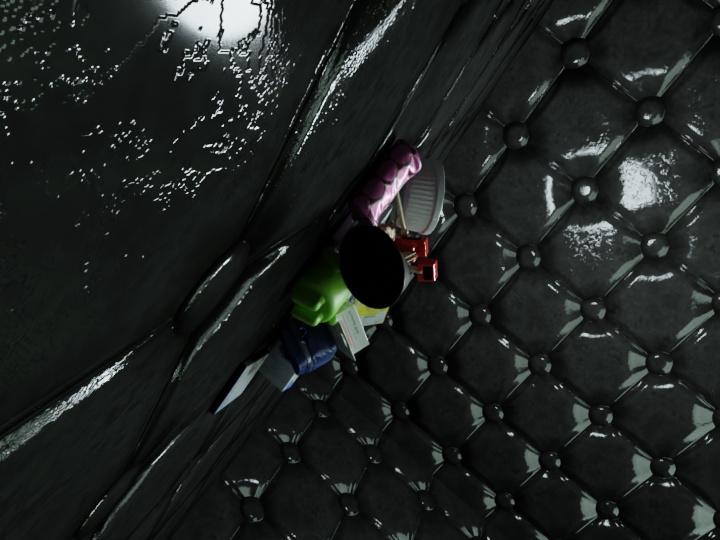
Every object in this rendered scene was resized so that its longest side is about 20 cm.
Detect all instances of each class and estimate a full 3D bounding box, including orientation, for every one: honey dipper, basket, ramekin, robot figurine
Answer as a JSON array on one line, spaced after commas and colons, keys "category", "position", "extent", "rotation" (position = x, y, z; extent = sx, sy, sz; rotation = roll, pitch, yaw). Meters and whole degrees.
[{"category": "honey dipper", "position": [0.095, -0.173, 1.369], "extent": [0.038, 0.037, 0.205], "rotation": [-48, 139, -35]}, {"category": "basket", "position": [0.044, -0.002, 1.210], "extent": [0.133, 0.185, 0.200], "rotation": [-30, 169, 9]}, {"category": "ramekin", "position": [0.146, -0.205, 1.471], "extent": [0.200, 0.101, 0.209], "rotation": [-174, -90, -78]}, {"category": "robot figurine", "position": [-0.081, 0.037, 1.235], "extent": [0.200, 0.112, 0.181], "rotation": [-48, 151, -49]}]

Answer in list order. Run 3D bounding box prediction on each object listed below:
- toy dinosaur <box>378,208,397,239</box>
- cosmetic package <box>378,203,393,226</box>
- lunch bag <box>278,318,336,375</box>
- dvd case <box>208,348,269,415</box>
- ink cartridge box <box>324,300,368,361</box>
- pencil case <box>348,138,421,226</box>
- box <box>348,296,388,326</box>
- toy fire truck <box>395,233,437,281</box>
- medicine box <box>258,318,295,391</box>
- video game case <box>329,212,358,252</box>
[{"category": "toy dinosaur", "position": [0.071, -0.088, 1.358], "extent": [0.108, 0.059, 0.200], "rotation": [-58, 176, 14]}, {"category": "cosmetic package", "position": [0.019, -0.101, 1.421], "extent": [0.083, 0.050, 0.201], "rotation": [-52, 175, -33]}, {"category": "lunch bag", "position": [-0.151, 0.196, 1.440], "extent": [0.129, 0.139, 0.201], "rotation": [-28, 167, -15]}, {"category": "dvd case", "position": [-0.297, 0.272, 1.349], "extent": [0.144, 0.017, 0.200], "rotation": [-54, 176, 5]}, {"category": "ink cartridge box", "position": [-0.045, 0.138, 1.374], "extent": [0.066, 0.121, 0.199], "rotation": [-27, -160, -17]}, {"category": "pencil case", "position": [0.057, -0.186, 1.188], "extent": [0.202, 0.094, 0.090], "rotation": [-51, -152, -12]}, {"category": "box", "position": [0.032, 0.064, 1.447], "extent": [0.113, 0.049, 0.204], "rotation": [-6, 138, -28]}, {"category": "toy fire truck", "position": [0.114, -0.038, 1.393], "extent": [0.142, 0.193, 0.050], "rotation": [-55, 144, -49]}, {"category": "medicine box", "position": [-0.202, 0.247, 1.635], "extent": [0.202, 0.102, 0.182], "rotation": [-52, 176, -7]}, {"category": "video game case", "position": [-0.014, -0.124, 1.362], "extent": [0.202, 0.022, 0.183], "rotation": [-54, 176, -16]}]
